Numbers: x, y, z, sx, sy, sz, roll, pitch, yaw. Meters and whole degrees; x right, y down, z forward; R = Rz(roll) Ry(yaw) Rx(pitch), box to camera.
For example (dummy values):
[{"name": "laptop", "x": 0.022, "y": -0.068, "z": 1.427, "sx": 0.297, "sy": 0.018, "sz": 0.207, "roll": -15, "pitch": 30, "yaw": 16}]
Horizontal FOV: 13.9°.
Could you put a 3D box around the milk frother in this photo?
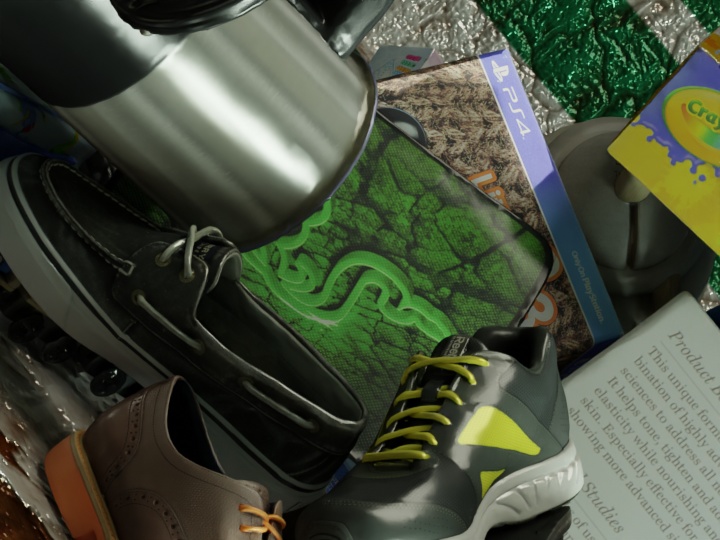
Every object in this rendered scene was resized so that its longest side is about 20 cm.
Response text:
[{"name": "milk frother", "x": -0.060, "y": -0.096, "z": 1.230, "sx": 0.188, "sy": 0.180, "sz": 0.200, "roll": 43, "pitch": 19, "yaw": -38}]

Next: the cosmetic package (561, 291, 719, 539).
[{"name": "cosmetic package", "x": 0.124, "y": 0.150, "z": 1.437, "sx": 0.168, "sy": 0.200, "sz": 0.166, "roll": 52, "pitch": -13, "yaw": 14}]

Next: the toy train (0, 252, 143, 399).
[{"name": "toy train", "x": -0.140, "y": 0.013, "z": 1.335, "sx": 0.200, "sy": 0.046, "sz": 0.034, "roll": 39, "pitch": 13, "yaw": -51}]

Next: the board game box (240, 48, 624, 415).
[{"name": "board game box", "x": 0.000, "y": 0.000, "z": 1.442, "sx": 0.160, "sy": 0.199, "sz": 0.097, "roll": 68, "pitch": -28, "yaw": 12}]

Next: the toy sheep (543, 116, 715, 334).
[{"name": "toy sheep", "x": 0.126, "y": -0.014, "z": 1.549, "sx": 0.138, "sy": 0.138, "sz": 0.200, "roll": 51, "pitch": -23, "yaw": 6}]

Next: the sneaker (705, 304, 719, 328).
[{"name": "sneaker", "x": 0.215, "y": 0.064, "z": 1.515, "sx": 0.105, "sy": 0.076, "sz": 0.200, "roll": 52, "pitch": -12, "yaw": 12}]

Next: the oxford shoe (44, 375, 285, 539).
[{"name": "oxford shoe", "x": -0.060, "y": 0.123, "z": 1.182, "sx": 0.071, "sy": 0.073, "sz": 0.200, "roll": 37, "pitch": 15, "yaw": -54}]

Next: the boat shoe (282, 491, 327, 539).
[{"name": "boat shoe", "x": -0.002, "y": 0.173, "z": 1.262, "sx": 0.066, "sy": 0.074, "sz": 0.200, "roll": 53, "pitch": 13, "yaw": -41}]

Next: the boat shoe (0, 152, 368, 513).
[{"name": "boat shoe", "x": -0.074, "y": 0.013, "z": 1.268, "sx": 0.200, "sy": 0.071, "sz": 0.072, "roll": 43, "pitch": 30, "yaw": -1}]

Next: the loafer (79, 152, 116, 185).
[{"name": "loafer", "x": -0.151, "y": -0.070, "z": 1.558, "sx": 0.070, "sy": 0.068, "sz": 0.201, "roll": 31, "pitch": 15, "yaw": -39}]

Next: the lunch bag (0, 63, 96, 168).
[{"name": "lunch bag", "x": -0.206, "y": -0.099, "z": 1.336, "sx": 0.161, "sy": 0.082, "sz": 0.200, "roll": 47, "pitch": 6, "yaw": 16}]

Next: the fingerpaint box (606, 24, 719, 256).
[{"name": "fingerpaint box", "x": 0.227, "y": -0.029, "z": 1.457, "sx": 0.200, "sy": 0.073, "sz": 0.167, "roll": 43, "pitch": 18, "yaw": 2}]

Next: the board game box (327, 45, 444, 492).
[{"name": "board game box", "x": 0.020, "y": 0.019, "z": 1.585, "sx": 0.043, "sy": 0.199, "sz": 0.200, "roll": 7, "pitch": -39, "yaw": 40}]

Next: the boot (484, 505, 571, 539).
[{"name": "boot", "x": 0.058, "y": 0.200, "z": 1.274, "sx": 0.200, "sy": 0.069, "sz": 0.175, "roll": -59, "pitch": 146, "yaw": -76}]

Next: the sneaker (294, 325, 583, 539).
[{"name": "sneaker", "x": 0.028, "y": 0.074, "z": 1.246, "sx": 0.200, "sy": 0.074, "sz": 0.085, "roll": -22, "pitch": 108, "yaw": -61}]

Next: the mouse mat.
[{"name": "mouse mat", "x": -0.018, "y": -0.010, "z": 1.379, "sx": 0.200, "sy": 0.161, "sz": 0.008, "roll": 36, "pitch": -29, "yaw": -5}]
